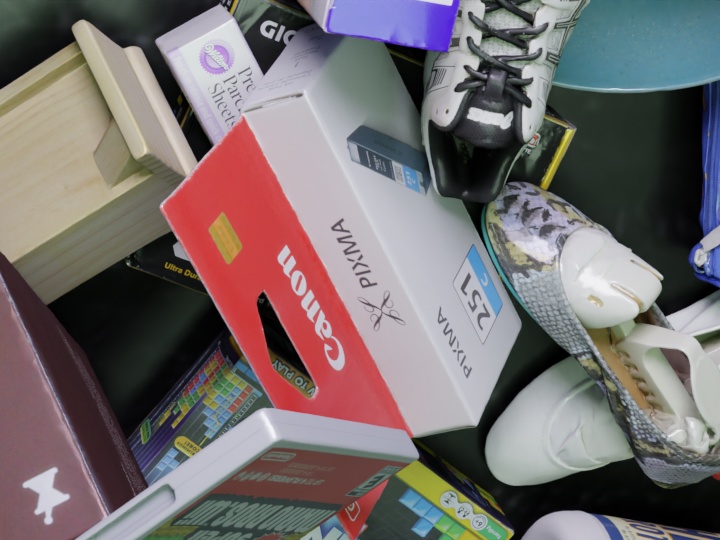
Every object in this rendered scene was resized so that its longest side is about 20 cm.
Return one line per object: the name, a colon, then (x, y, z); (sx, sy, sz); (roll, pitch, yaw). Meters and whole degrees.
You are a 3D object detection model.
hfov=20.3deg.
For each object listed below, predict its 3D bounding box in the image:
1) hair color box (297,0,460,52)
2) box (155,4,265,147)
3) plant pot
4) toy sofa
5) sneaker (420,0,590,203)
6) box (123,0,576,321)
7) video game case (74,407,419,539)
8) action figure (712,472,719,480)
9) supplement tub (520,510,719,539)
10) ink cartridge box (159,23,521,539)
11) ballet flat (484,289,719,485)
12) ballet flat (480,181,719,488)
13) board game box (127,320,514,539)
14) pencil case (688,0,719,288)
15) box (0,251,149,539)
hair color box: (0.001, -0.180, 0.950); (0.065, 0.200, 0.109); (9, 106, -14)
box: (-0.040, -0.038, 1.025); (0.041, 0.039, 0.200); (-28, 112, -4)
plant pot: (0.134, -0.199, 0.997); (0.200, 0.200, 0.135); (15, 61, -17)
toy sofa: (-0.181, -0.031, 1.009); (0.200, 0.098, 0.083); (-31, 70, 10)
sneaker: (0.071, -0.104, 0.949); (0.076, 0.088, 0.200); (7, 150, -1)
box: (-0.009, -0.047, 1.077); (0.200, 0.049, 0.160); (21, 104, -19)
video game case: (-0.083, 0.126, 0.895); (0.200, 0.143, 0.017); (-36, 69, 17)
action figure: (0.289, 0.064, 1.146); (0.200, 0.099, 0.065); (-34, 106, -6)
supplement tub: (0.190, 0.223, 1.163); (0.200, 0.145, 0.145); (11, 106, -17)
ink cartridge box: (0.000, 0.000, 0.982); (0.045, 0.176, 0.200); (-14, 116, 30)
ballet flat: (0.164, 0.069, 1.148); (0.200, 0.069, 0.069); (-28, 113, -2)
ballet flat: (0.143, 0.030, 1.067); (0.072, 0.072, 0.200); (-36, 106, 1)
board game box: (-0.042, 0.144, 1.131); (0.200, 0.057, 0.165); (38, 96, -22)
pencil case: (0.221, -0.080, 1.101); (0.087, 0.078, 0.200); (-11, 111, -33)
box: (-0.198, 0.113, 0.976); (0.166, 0.200, 0.164); (-26, 69, -3)
